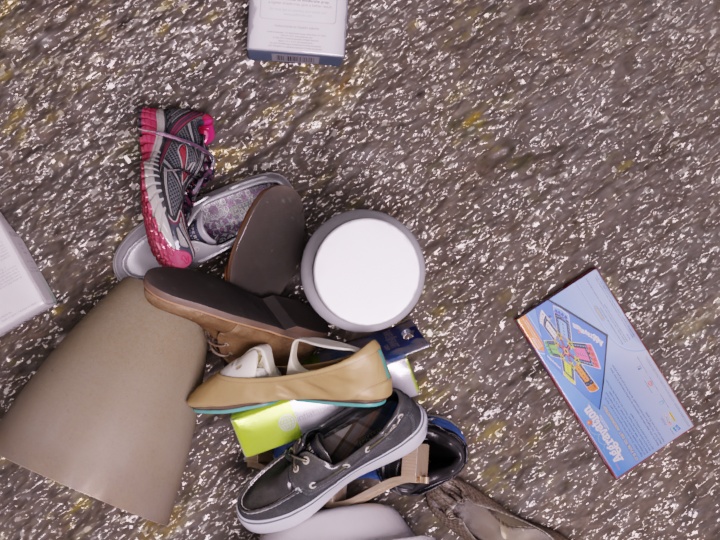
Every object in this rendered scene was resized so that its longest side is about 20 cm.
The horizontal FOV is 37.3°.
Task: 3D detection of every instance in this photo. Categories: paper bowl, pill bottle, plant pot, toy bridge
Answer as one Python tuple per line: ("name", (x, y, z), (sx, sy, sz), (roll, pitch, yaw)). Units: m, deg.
("paper bowl", (-0.022, 0.289, 1.024), (0.200, 0.201, 0.105), (-11, 69, -4))
("pill bottle", (0.000, 0.000, 1.017), (0.116, 0.200, 0.117), (0, 91, -3))
("plant pot", (-0.229, 0.115, 1.028), (0.187, 0.187, 0.200), (24, 75, -4))
("toy bridge", (-0.024, 0.194, 1.027), (0.200, 0.027, 0.067), (0, 80, 30))

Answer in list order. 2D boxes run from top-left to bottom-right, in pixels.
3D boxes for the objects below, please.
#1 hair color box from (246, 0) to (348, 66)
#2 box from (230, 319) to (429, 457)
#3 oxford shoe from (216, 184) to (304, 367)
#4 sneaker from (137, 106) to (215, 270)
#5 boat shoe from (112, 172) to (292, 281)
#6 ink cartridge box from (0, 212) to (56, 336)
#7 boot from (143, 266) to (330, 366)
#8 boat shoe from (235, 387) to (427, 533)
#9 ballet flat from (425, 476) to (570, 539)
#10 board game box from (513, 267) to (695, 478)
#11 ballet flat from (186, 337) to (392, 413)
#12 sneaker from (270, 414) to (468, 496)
("hair color box", (-0.060, -0.314, 1.078), (0.099, 0.061, 0.201), (4, 91, -4))
("box", (-0.028, 0.113, 1.055), (0.200, 0.122, 0.048), (-19, 102, -3))
("oxford shoe", (-0.111, 0.002, 1.052), (0.071, 0.071, 0.200), (7, 112, -31))
("sneaker", (-0.174, -0.088, 1.024), (0.074, 0.081, 0.200), (-3, 52, -8))
("boat shoe", (-0.158, -0.040, 1.070), (0.200, 0.069, 0.072), (-21, 92, -4))
("ink cartridge box", (-0.426, -0.013, 1.066), (0.161, 0.050, 0.200), (-30, 89, -3))
("boot", (-0.123, 0.054, 0.990), (0.200, 0.074, 0.076), (22, 112, -39))
("boat shoe", (-0.034, 0.168, 0.975), (0.200, 0.069, 0.057), (-31, 135, 3))
("ballet flat", (0.154, 0.278, 1.108), (0.200, 0.046, 0.067), (35, 89, -4))
("board game box", (0.258, 0.108, 1.127), (0.103, 0.019, 0.200), (-32, 93, -4))
("ballet flat", (-0.067, 0.092, 0.966), (0.200, 0.069, 0.063), (-5, 97, 18))
("sneaker", (0.009, 0.178, 1.064), (0.199, 0.111, 0.077), (3, 91, -4))
